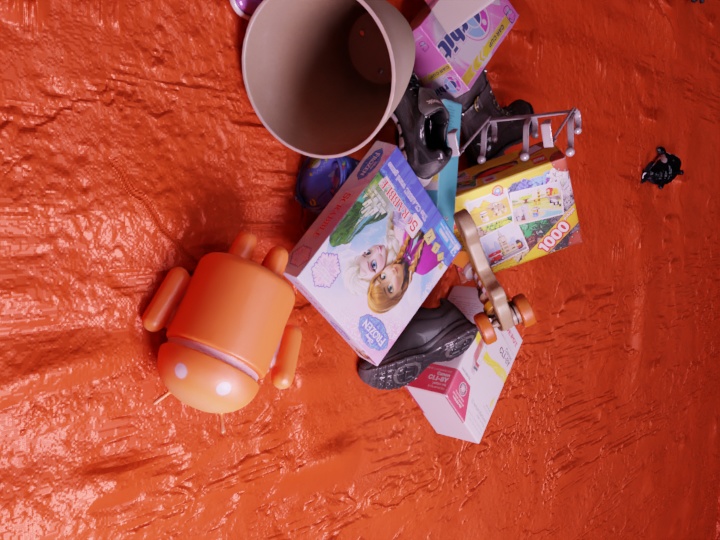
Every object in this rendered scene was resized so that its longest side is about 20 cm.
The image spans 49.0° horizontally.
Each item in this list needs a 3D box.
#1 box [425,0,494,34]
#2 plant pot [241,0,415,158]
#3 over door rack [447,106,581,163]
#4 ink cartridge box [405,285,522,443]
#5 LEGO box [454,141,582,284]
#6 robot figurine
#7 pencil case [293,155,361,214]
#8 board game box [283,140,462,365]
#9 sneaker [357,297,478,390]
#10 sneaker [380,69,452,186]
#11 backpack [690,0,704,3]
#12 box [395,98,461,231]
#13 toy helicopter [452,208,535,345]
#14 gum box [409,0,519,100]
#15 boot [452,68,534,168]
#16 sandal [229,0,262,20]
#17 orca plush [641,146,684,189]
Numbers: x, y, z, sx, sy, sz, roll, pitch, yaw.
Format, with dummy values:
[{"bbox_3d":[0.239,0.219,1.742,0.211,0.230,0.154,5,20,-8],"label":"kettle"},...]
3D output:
[{"bbox_3d":[0.124,-0.445,1.051,0.128,0.108,0.201,-43,102,-36],"label":"box"},{"bbox_3d":[-0.012,-0.251,0.932,0.200,0.184,0.190,-45,129,-58],"label":"plant pot"},{"bbox_3d":[0.224,-0.185,1.124,0.200,0.146,0.068,-31,116,-59],"label":"over door rack"},{"bbox_3d":[0.168,0.145,1.256,0.146,0.082,0.202,54,54,-39],"label":"ink cartridge box"},{"bbox_3d":[0.222,-0.089,1.206,0.077,0.197,0.150,-103,172,-60],"label":"LEGO box"},{"bbox_3d":[-0.139,0.062,0.834,0.144,0.115,0.202,42,63,-45],"label":"robot figurine"},{"bbox_3d":[0.003,-0.094,1.023,0.199,0.077,0.088,16,53,-51],"label":"pencil case"},{"bbox_3d":[0.021,-0.017,0.978,0.201,0.041,0.200,-53,133,-13],"label":"board game box"},{"bbox_3d":[0.074,0.104,1.146,0.198,0.091,0.077,-21,147,-28],"label":"sneaker"},{"bbox_3d":[0.077,-0.219,1.055,0.066,0.090,0.203,-12,83,-37],"label":"sneaker"},{"bbox_3d":[0.952,-0.816,2.080,0.190,0.152,0.203,-29,114,-57],"label":"backpack"},{"bbox_3d":[0.093,-0.138,1.128,0.049,0.081,0.204,-1,94,-51],"label":"box"},{"bbox_3d":[0.172,-0.004,1.123,0.078,0.133,0.202,-24,120,1],"label":"toy helicopter"},{"bbox_3d":[0.144,-0.355,1.152,0.114,0.066,0.201,45,58,-19],"label":"gum box"},{"bbox_3d":[0.207,-0.271,1.265,0.201,0.069,0.176,-51,131,-32],"label":"boot"},{"bbox_3d":[-0.073,-0.339,0.922,0.202,0.049,0.084,-28,115,-46],"label":"sandal"},{"bbox_3d":[0.769,-0.258,1.968,0.199,0.070,0.107,0,95,-51],"label":"orca plush"}]
